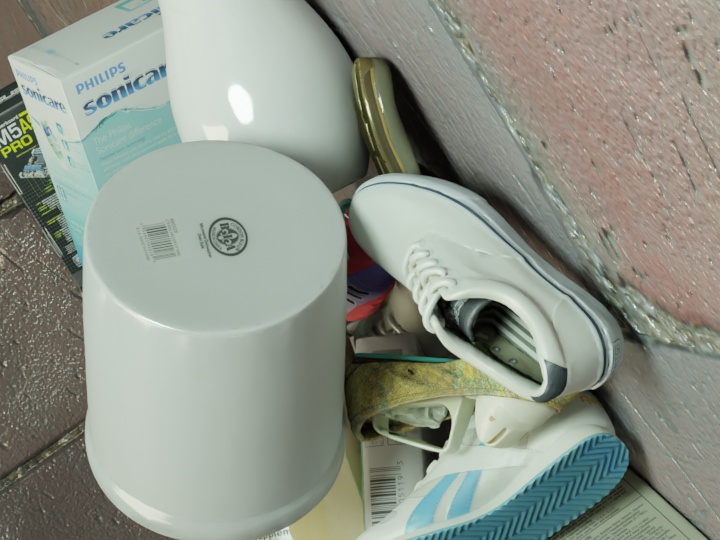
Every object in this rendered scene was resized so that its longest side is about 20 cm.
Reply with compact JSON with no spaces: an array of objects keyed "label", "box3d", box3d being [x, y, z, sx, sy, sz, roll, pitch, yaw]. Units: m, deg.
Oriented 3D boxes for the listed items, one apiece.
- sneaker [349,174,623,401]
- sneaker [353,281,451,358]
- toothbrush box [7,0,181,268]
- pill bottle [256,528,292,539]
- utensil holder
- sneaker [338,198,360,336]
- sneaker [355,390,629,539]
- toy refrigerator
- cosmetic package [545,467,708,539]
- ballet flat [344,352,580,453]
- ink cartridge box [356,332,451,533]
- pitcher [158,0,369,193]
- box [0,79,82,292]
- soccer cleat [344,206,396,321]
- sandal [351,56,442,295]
[{"label":"sneaker","box3d":[0.061,0.006,1.474,0.200,0.071,0.073,33,122,30]},{"label":"sneaker","box3d":[0.034,0.046,1.817,0.073,0.071,0.200,52,169,13]},{"label":"toothbrush box","box3d":[-0.140,-0.086,1.775,0.085,0.146,0.200,26,141,51]},{"label":"pill bottle","box3d":[-0.038,0.203,1.903,0.114,0.114,0.200,121,141,-78]},{"label":"utensil holder","box3d":[-0.088,0.043,1.560,0.170,0.170,0.200,48,151,31]},{"label":"sneaker","box3d":[-0.039,0.029,1.888,0.078,0.140,0.200,53,169,17]},{"label":"sneaker","box3d":[0.075,0.144,1.627,0.077,0.200,0.081,51,-171,-43]},{"label":"toy refrigerator","box3d":[-0.025,0.137,1.809,0.076,0.070,0.200,-11,-99,-67]},{"label":"cosmetic package","box3d":[0.146,0.179,1.665,0.200,0.103,0.073,44,163,47]},{"label":"ballet flat","box3d":[0.070,0.082,1.588,0.200,0.071,0.071,-5,125,40]},{"label":"ink cartridge box","box3d":[0.036,0.149,1.786,0.200,0.050,0.161,68,-162,-70]},{"label":"pitcher","box3d":[-0.069,-0.139,1.647,0.172,0.121,0.200,-45,-70,-80]},{"label":"box","box3d":[-0.160,-0.099,1.860,0.160,0.200,0.044,60,179,-28]},{"label":"soccer cleat","box3d":[0.000,0.000,1.723,0.076,0.067,0.200,45,164,-12]},{"label":"sandal","box3d":[0.044,-0.043,1.583,0.080,0.054,0.200,-136,28,-74]}]
